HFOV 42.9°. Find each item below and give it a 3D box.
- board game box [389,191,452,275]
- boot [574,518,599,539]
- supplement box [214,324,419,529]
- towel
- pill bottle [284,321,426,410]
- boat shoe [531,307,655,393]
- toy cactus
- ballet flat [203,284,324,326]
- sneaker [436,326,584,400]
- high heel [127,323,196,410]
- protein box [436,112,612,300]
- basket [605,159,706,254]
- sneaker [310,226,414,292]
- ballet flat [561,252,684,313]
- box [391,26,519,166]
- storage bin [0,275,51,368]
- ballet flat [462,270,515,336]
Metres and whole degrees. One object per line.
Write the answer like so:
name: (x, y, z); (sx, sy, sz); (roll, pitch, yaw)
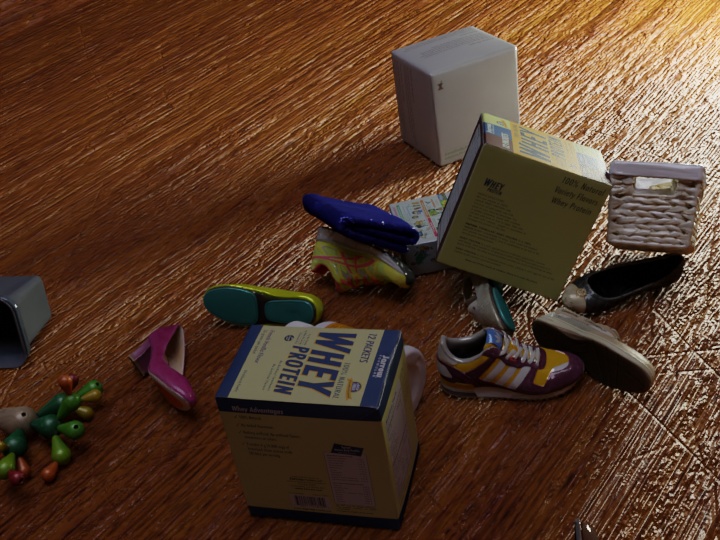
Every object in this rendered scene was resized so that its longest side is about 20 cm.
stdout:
board game box: (0.159, -0.072, 1.556); (0.199, 0.065, 0.148); (-11, 34, -3)
boot: (0.329, 0.326, 0.937); (0.199, 0.064, 0.187); (-11, 47, 4)
supplement box: (-0.044, 0.188, 1.111); (0.199, 0.201, 0.135); (1, 35, 15)
towel: (-0.004, -0.077, 1.496); (0.147, 0.050, 0.200); (8, 11, -22)
pill bottle: (-0.020, 0.134, 1.261); (0.199, 0.112, 0.111); (15, 42, 32)
boat shoe: (0.328, 0.102, 1.260); (0.065, 0.073, 0.200); (-30, 34, -26)
toy cactus: (-0.458, 0.214, 1.287); (0.164, 0.103, 0.200); (1, 43, 32)
ballet flat: (-0.151, 0.055, 1.463); (0.199, 0.067, 0.067); (5, 16, 17)
sneaker: (0.202, 0.122, 1.241); (0.198, 0.091, 0.075); (-5, 35, 8)
high heel: (-0.268, 0.138, 1.358); (0.096, 0.068, 0.200); (-38, 29, -19)
protein box: (0.239, -0.097, 1.379); (0.197, 0.201, 0.135); (18, 29, -4)
basket: (0.448, -0.091, 1.389); (0.135, 0.124, 0.200); (6, 1, 21)
sneaker: (0.000, 0.000, 1.490); (0.199, 0.078, 0.091); (22, 87, 35)
ballet flat: (0.391, 0.012, 1.372); (0.199, 0.057, 0.067); (-18, 61, -12)
box: (0.192, -0.352, 1.830); (0.198, 0.201, 0.171); (-21, 34, -17)
storage bin: (-0.617, 0.064, 1.501); (0.198, 0.147, 0.134); (-2, 25, 11)
ballet flat: (0.191, 0.047, 1.393); (0.062, 0.068, 0.200); (-31, 26, 17)
